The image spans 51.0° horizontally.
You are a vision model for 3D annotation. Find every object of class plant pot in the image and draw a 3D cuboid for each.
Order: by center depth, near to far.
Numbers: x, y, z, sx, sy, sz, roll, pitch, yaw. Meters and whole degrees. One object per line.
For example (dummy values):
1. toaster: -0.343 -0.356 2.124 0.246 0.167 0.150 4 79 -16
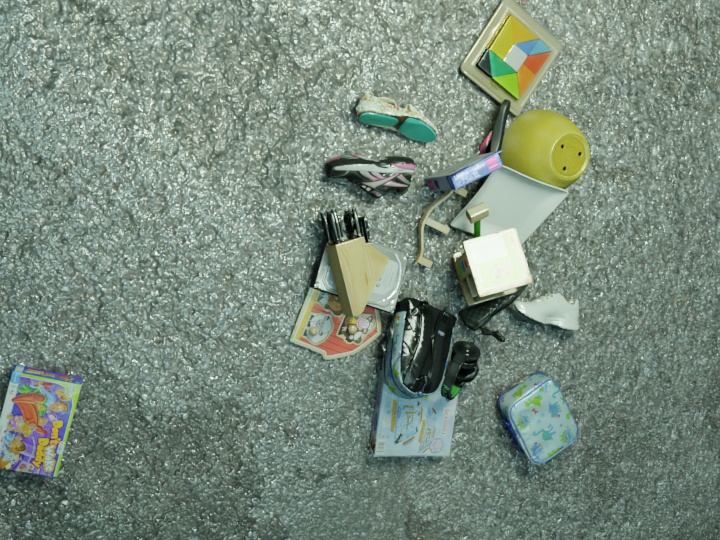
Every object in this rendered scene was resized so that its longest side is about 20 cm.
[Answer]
1. plant pot: 0.435 -0.262 1.706 0.197 0.142 0.203 -3 102 -17

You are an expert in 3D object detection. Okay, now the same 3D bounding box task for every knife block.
1. knife block: -0.037 -0.028 1.594 0.174 0.064 0.202 32 78 -18

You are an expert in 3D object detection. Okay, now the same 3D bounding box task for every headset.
1. headset: 0.253 0.212 1.728 0.201 0.093 0.124 -55 157 -27

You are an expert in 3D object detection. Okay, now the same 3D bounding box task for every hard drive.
1. hard drive: 0.000 0.000 1.662 0.198 0.038 0.142 19 82 -20

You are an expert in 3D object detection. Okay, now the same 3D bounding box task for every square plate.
1. square plate: 0.333 -0.145 1.706 0.196 0.029 0.201 17 134 -22

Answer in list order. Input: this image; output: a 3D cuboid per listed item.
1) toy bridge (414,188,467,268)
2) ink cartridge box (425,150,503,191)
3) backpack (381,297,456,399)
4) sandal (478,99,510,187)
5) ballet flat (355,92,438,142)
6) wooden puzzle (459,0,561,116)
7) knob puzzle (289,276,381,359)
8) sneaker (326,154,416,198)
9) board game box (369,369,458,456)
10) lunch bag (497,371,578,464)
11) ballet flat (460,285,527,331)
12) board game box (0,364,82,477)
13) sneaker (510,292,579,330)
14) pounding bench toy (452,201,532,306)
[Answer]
1. toy bridge: 0.169 -0.103 1.707 0.067 0.027 0.202 23 98 -20
2. ink cartridge box: 0.225 -0.211 1.617 0.118 0.200 0.042 -27 97 -10
3. backpack: 0.125 0.187 1.692 0.162 0.153 0.202 20 56 -30
4. sandal: 0.294 -0.286 1.700 0.044 0.075 0.203 14 102 15
5. ballet flat: 0.082 -0.334 1.621 0.198 0.076 0.065 14 63 -25
6. wooden puzzle: 0.341 -0.478 1.687 0.184 0.037 0.201 32 90 -21
7. knob puzzle: -0.038 0.110 1.691 0.216 0.030 0.223 -4 102 -17
8. sneaker: 0.024 -0.197 1.625 0.197 0.080 0.088 1 112 -12
9. board game box: 0.129 0.339 1.786 0.197 0.041 0.203 5 99 -19
10. lunch bag: 0.436 0.366 1.870 0.160 0.082 0.202 -33 109 -10
11. ballet flat: 0.324 0.067 1.784 0.199 0.067 0.057 -36 77 -12
12. board game box: -0.655 0.304 1.525 0.133 0.045 0.203 15 96 -20
13. sneaker: 0.448 0.093 1.833 0.198 0.074 0.088 11 86 -26
14. pounding bench toy: 0.280 -0.039 1.703 0.123 0.156 0.203 -15 81 -7
